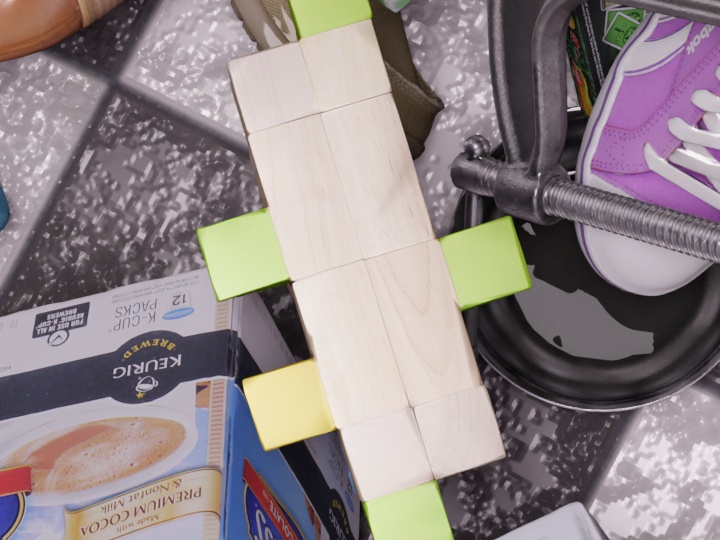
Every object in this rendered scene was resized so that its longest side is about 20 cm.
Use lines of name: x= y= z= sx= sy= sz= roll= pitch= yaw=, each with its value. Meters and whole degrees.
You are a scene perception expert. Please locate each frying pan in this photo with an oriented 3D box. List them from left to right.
frying pan: x=0.125 y=-0.016 z=1.011 sx=0.190 sy=0.031 sz=0.115 roll=-18 pitch=77 yaw=3

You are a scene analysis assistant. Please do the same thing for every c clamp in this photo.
c clamp: x=0.103 y=-0.037 z=0.917 sx=0.200 sy=0.027 sz=0.171 roll=12 pitch=114 yaw=45

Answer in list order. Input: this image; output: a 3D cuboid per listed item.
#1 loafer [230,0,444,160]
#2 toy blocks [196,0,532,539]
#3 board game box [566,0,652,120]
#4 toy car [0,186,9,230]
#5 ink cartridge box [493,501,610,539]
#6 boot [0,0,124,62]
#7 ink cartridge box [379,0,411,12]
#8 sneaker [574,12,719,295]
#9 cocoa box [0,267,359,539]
loafer: x=-0.021 y=-0.132 z=1.051 sx=0.067 sy=0.076 sz=0.200 roll=-36 pitch=73 yaw=14
toy blocks: x=0.000 y=0.000 z=0.964 sx=0.100 sy=0.137 sz=0.200 roll=-17 pitch=88 yaw=-2
board game box: x=0.107 y=-0.142 z=0.946 sx=0.105 sy=0.200 sz=0.023 roll=-25 pitch=47 yaw=-7
toy car: x=-0.270 y=-0.038 z=1.043 sx=0.184 sy=0.200 sz=0.177 roll=-35 pitch=73 yaw=8
ink cartridge box: x=0.024 y=0.179 z=0.941 sx=0.200 sy=0.160 sz=0.047 roll=-28 pitch=41 yaw=9
boot: x=-0.173 y=-0.152 z=1.060 sx=0.155 sy=0.074 sz=0.200 roll=-28 pitch=52 yaw=-13
ink cartridge box: x=0.003 y=-0.208 z=0.987 sx=0.145 sy=0.088 sz=0.200 roll=-36 pitch=49 yaw=-8
sneaker: x=0.136 y=-0.066 z=0.924 sx=0.073 sy=0.114 sz=0.201 roll=26 pitch=109 yaw=-11
cocoa box: x=-0.114 y=0.105 z=0.985 sx=0.200 sy=0.133 sz=0.131 roll=-13 pitch=44 yaw=14
